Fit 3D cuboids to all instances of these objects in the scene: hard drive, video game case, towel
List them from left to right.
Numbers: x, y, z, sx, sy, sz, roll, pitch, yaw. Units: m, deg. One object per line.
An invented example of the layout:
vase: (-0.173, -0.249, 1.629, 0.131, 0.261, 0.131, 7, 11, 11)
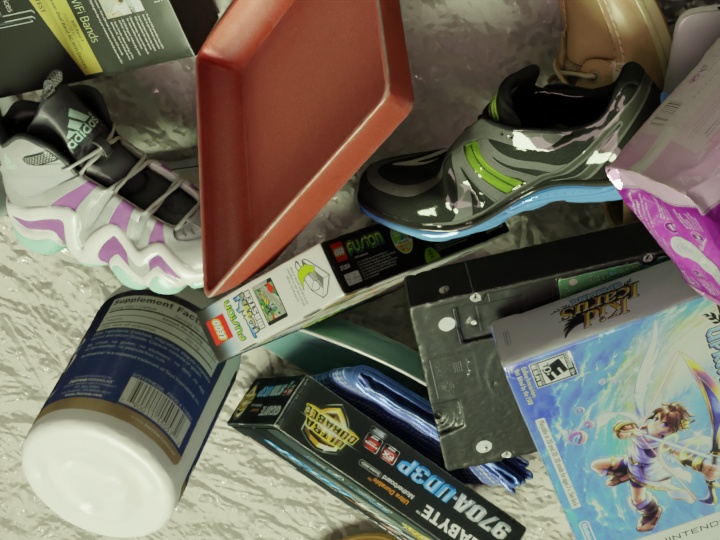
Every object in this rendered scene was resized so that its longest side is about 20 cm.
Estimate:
towel: (0.030, 0.115, 1.100, 0.144, 0.024, 0.200, 32, 166, -8)
hard drive: (0.135, 0.043, 0.944, 0.198, 0.038, 0.141, -13, 127, 4)
video game case: (0.195, 0.084, 0.932, 0.180, 0.046, 0.201, -21, 126, 7)

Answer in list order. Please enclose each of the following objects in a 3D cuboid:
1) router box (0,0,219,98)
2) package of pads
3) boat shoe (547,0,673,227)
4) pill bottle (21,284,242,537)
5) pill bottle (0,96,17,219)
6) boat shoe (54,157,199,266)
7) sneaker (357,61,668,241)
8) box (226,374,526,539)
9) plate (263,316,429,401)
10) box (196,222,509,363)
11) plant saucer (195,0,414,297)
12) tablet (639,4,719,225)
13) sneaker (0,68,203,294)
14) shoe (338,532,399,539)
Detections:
router box: (-0.199, -0.214, 0.955, 0.156, 0.052, 0.201, -7, 126, 24)
package of pads: (0.232, -0.082, 0.809, 0.121, 0.200, 0.076, 46, 173, -33)
boat shoe: (0.145, -0.107, 0.898, 0.064, 0.071, 0.201, -31, 122, -6)
pill bottle: (-0.148, 0.077, 1.082, 0.110, 0.201, 0.112, 10, 131, 11)
pill bottle: (-0.343, -0.085, 1.072, 0.198, 0.116, 0.116, 0, 129, 19)
boat shoe: (-0.146, -0.030, 1.080, 0.198, 0.070, 0.071, -8, 126, 25)
sneaker: (0.085, -0.073, 0.876, 0.198, 0.071, 0.083, -13, 123, 31)
box: (0.008, 0.149, 1.138, 0.199, 0.046, 0.159, 36, 167, -12)
plate: (0.008, 0.067, 1.083, 0.199, 0.026, 0.200, 24, 167, 6)
box: (0.000, 0.000, 0.972, 0.110, 0.199, 0.035, -28, 86, 35)
plant saucer: (-0.033, -0.111, 0.903, 0.036, 0.201, 0.200, 17, 138, -28)
tablet: (0.230, -0.072, 0.908, 0.129, 0.014, 0.201, -10, 131, -13)
sneaker: (-0.162, -0.066, 0.980, 0.198, 0.078, 0.141, 10, 134, 27)
shoe: (-0.023, 0.270, 1.307, 0.199, 0.053, 0.070, -35, 79, 33)
